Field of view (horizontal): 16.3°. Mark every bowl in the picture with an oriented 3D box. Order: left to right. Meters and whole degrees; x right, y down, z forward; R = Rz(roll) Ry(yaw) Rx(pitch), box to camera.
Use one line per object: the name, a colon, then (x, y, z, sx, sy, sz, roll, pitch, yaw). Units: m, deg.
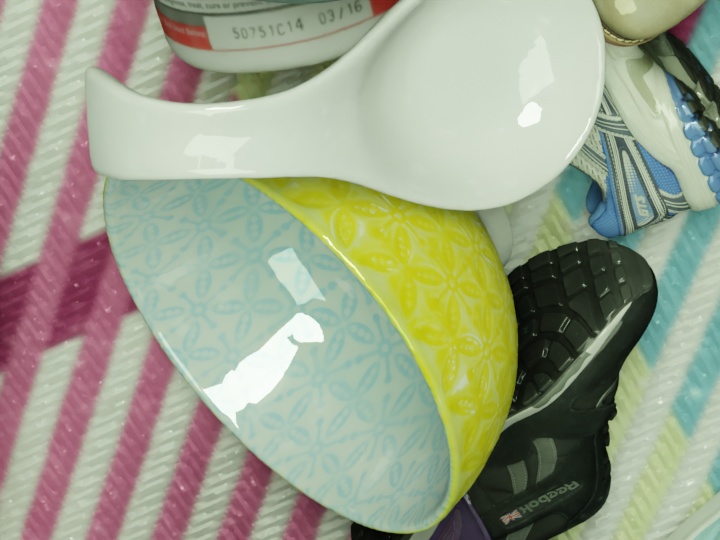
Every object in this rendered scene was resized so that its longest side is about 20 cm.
bowl: (0.000, 0.000, 1.046, 0.108, 0.200, 0.200, -40, 119, -26)

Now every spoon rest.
spoon rest: (0.003, -0.062, 0.926, 0.200, 0.061, 0.099, -11, 112, -19)

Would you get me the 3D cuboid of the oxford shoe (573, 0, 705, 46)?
oxford shoe: (0.153, -0.168, 0.949, 0.071, 0.074, 0.200, 34, 93, -26)

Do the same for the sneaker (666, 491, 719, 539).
sneaker: (0.182, 0.145, 1.148, 0.074, 0.082, 0.200, 24, 116, -11)

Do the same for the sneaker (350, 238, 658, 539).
sneaker: (0.083, 0.067, 1.121, 0.087, 0.076, 0.200, 21, 127, -26)

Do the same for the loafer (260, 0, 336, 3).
loafer: (0.024, -0.140, 0.887, 0.200, 0.063, 0.072, -7, 77, -19)

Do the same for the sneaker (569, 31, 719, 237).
sneaker: (0.076, -0.088, 1.030, 0.085, 0.077, 0.200, -30, 113, 21)

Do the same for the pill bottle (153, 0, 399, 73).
pill bottle: (-0.044, -0.186, 0.955, 0.114, 0.114, 0.200, -11, 118, 7)
